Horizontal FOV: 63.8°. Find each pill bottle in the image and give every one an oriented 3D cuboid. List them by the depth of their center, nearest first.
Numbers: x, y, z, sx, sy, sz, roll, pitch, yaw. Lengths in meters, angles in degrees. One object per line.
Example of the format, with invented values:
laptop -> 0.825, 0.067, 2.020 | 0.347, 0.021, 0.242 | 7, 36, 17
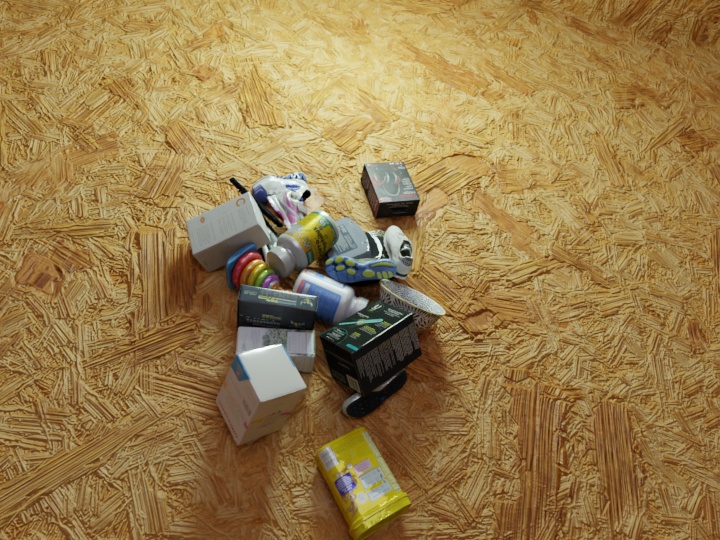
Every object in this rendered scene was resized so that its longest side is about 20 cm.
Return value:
pill bottle -> -0.082, 0.082, 1.557 | 0.197, 0.113, 0.113 | 23, 51, 5
pill bottle -> -0.160, -0.071, 1.591 | 0.112, 0.114, 0.199 | 38, 56, 18

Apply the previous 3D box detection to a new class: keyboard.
keyboard -> -0.308, -0.199, 1.697 | 0.021, 0.127, 0.200 | -46, 105, -4

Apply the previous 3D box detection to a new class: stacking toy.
stacking toy -> -0.255, 0.030, 1.539 | 0.198, 0.111, 0.116 | 30, 52, 24

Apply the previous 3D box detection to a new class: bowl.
bowl -> 0.123, 0.111, 1.573 | 0.198, 0.095, 0.201 | 25, 11, -5

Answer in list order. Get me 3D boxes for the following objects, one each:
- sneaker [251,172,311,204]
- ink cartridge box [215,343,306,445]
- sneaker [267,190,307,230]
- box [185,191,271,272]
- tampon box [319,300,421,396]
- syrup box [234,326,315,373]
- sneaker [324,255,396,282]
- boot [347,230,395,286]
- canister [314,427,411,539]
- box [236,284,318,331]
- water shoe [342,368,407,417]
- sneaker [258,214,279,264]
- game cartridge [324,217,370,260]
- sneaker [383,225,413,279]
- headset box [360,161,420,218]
sneaker -> -0.234, -0.233, 1.788 | 0.197, 0.081, 0.116 | -19, 56, -27
ink cartridge box -> -0.234, 0.288, 1.318 | 0.124, 0.201, 0.129 | -9, 52, -41
sneaker -> -0.191, -0.158, 1.709 | 0.088, 0.081, 0.201 | -34, 82, -6
box -> -0.365, -0.106, 1.600 | 0.197, 0.098, 0.126 | -24, 57, 1
tampon box -> 0.027, 0.188, 1.448 | 0.198, 0.128, 0.149 | -29, 27, -29
syrup box -> -0.214, 0.201, 1.453 | 0.196, 0.082, 0.080 | 3, 49, -10
sneaker -> 0.000, 0.000, 1.579 | 0.195, 0.083, 0.072 | 1, 85, 0
boot -> 0.020, -0.038, 1.705 | 0.200, 0.074, 0.155 | -9, 51, -22
canister -> 0.001, 0.471, 1.290 | 0.146, 0.087, 0.201 | -19, 58, -26
box -> -0.213, 0.115, 1.471 | 0.196, 0.159, 0.052 | 9, 50, -7
water shoe -> 0.026, 0.298, 1.456 | 0.198, 0.073, 0.079 | -25, 34, -27
sneaker -> -0.247, -0.085, 1.684 | 0.110, 0.073, 0.203 | -3, 56, -26
game cartridge -> -0.048, -0.080, 1.689 | 0.131, 0.042, 0.201 | -18, 39, -11
sneaker -> 0.117, -0.068, 1.662 | 0.075, 0.081, 0.202 | 9, 42, -18
headset box -> 0.099, -0.258, 1.888 | 0.146, 0.076, 0.202 | -6, 54, -18
